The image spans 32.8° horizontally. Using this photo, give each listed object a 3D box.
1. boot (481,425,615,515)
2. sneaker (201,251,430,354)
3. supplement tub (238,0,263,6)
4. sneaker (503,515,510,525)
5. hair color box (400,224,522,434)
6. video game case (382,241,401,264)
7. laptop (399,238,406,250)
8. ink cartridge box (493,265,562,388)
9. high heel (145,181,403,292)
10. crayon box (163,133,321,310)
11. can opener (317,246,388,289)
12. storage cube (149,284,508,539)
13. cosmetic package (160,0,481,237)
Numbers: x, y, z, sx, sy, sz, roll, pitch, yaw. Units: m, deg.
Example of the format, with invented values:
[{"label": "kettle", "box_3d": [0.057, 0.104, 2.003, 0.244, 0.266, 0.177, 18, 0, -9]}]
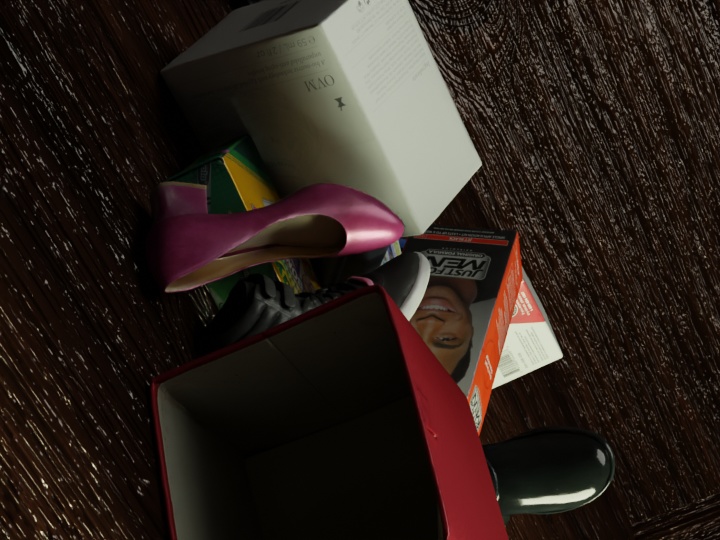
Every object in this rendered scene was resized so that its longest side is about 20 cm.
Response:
[{"label": "boot", "box_3d": [0.102, 0.177, 0.997, 0.162, 0.196, 0.074, -4, 87, -72]}, {"label": "sneaker", "box_3d": [-0.034, 0.027, 0.922, 0.100, 0.200, 0.071, 55, -21, -19]}, {"label": "supplement tub", "box_3d": [-0.102, -0.365, 1.446, 0.123, 0.122, 0.200, -101, 164, -45]}, {"label": "sneaker", "box_3d": [0.109, 0.274, 1.232, 0.200, 0.069, 0.091, 96, 1, -77]}, {"label": "hair color box", "box_3d": [0.070, 0.049, 1.043, 0.062, 0.101, 0.201, 77, 25, -42]}, {"label": "video game case", "box_3d": [-0.003, -0.094, 1.298, 0.182, 0.022, 0.202, 33, 41, -70]}, {"label": "laptop", "box_3d": [0.032, -0.087, 1.487, 0.177, 0.103, 0.201, -135, -159, -81]}, {"label": "ink cartridge box", "box_3d": [0.110, 0.071, 1.401, 0.145, 0.199, 0.084, 57, 12, -40]}, {"label": "high heel", "box_3d": [-0.057, -0.016, 0.892, 0.198, 0.068, 0.096, 8, 45, -21]}, {"label": "crayon box", "box_3d": [-0.085, -0.003, 1.008, 0.119, 0.058, 0.201, -68, 135, -74]}, {"label": "can opener", "box_3d": [0.000, 0.000, 1.063, 0.054, 0.066, 0.200, 58, -21, 16]}, {"label": "storage cube", "box_3d": [-0.011, 0.147, 0.790, 0.180, 0.170, 0.201, 52, 19, -53]}, {"label": "cosmetic package", "box_3d": [-0.034, -0.133, 1.073, 0.123, 0.198, 0.201, -50, 121, -39]}]
